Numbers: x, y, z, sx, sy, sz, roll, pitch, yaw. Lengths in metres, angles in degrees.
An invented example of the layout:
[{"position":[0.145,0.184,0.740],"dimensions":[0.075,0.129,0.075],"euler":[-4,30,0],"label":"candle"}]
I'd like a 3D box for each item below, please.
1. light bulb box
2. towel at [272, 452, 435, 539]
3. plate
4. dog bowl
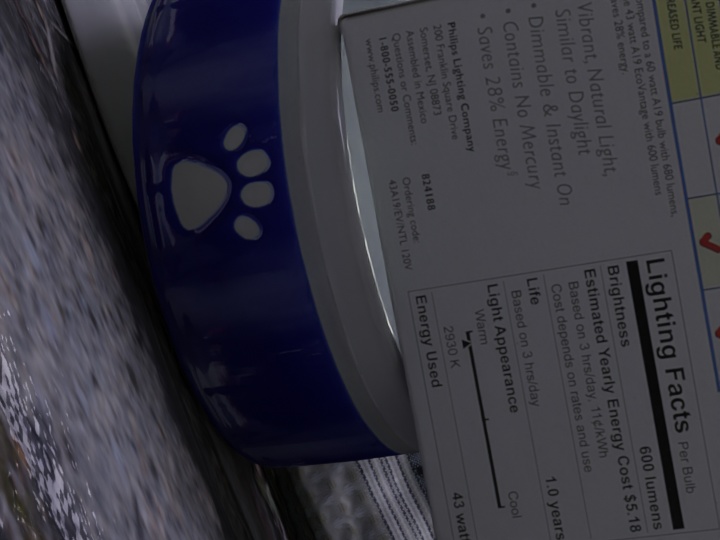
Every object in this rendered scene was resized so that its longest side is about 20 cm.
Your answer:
[{"position":[0.117,-0.012,0.596],"dimensions":[0.125,0.198,0.200],"euler":[-26,106,-72],"label":"light bulb box"},{"position":[0.072,0.116,0.734],"dimensions":[0.201,0.191,0.035],"euler":[67,-23,16],"label":"towel"},{"position":[-0.077,-0.046,0.753],"dimensions":[0.200,0.032,0.201],"euler":[64,4,-69],"label":"plate"},{"position":[-0.012,-0.027,0.661],"dimensions":[0.200,0.078,0.202],"euler":[-10,90,-74],"label":"dog bowl"}]
